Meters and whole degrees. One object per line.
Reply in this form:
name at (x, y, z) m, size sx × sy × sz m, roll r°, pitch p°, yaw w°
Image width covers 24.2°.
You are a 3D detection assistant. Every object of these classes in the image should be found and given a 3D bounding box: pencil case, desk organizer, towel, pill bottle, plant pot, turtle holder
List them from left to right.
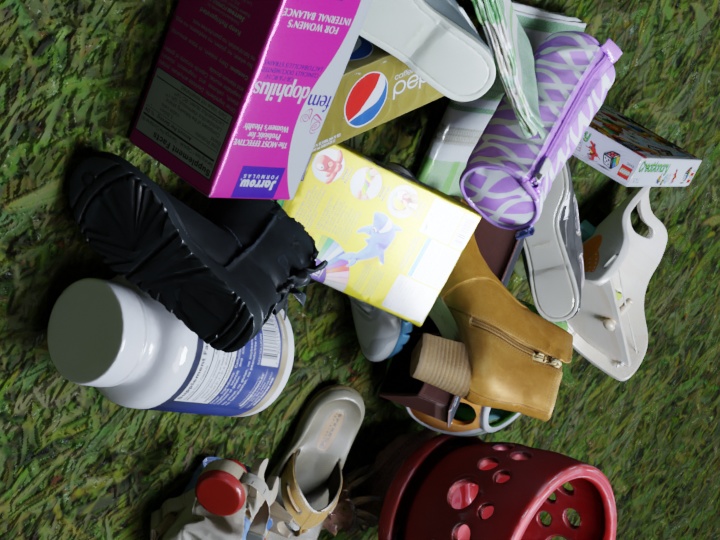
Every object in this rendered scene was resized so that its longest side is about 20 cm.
pill bottle at (-0.153, 0.058, 1.354) m, size 0.200 × 0.111 × 0.111 m, roll 13°, pitch 108°, yaw -54°
desk organizer at (0.087, 0.038, 1.606) m, size 0.072 × 0.077 × 0.201 m, roll 83°, pitch 29°, yaw -73°
turtle holder at (0.117, 0.096, 1.709) m, size 0.185 × 0.132 × 0.141 m, roll -3°, pitch 120°, yaw -50°
plant pot at (0.130, 0.262, 1.681) m, size 0.200 × 0.182 × 0.201 m, roll -24°, pitch 123°, yaw -43°
towel at (0.127, -0.161, 1.604) m, size 0.149 × 0.031 × 0.201 m, roll 2°, pitch 118°, yaw -50°
towel at (0.117, -0.227, 1.423) m, size 0.023 × 0.153 × 0.200 m, roll -15°, pitch 130°, yaw 14°
pencil case at (0.161, -0.128, 1.507) m, size 0.084 × 0.085 × 0.200 m, roll 41°, pitch 56°, yaw -17°

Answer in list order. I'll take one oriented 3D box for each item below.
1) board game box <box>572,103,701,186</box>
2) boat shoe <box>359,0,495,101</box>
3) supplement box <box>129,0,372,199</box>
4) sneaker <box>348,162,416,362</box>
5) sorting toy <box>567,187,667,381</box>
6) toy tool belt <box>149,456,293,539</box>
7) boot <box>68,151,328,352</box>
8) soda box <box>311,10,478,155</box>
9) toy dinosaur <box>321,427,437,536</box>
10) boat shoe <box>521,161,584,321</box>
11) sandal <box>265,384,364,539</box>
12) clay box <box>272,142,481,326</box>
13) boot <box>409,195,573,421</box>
board game box at (0.250, -0.126, 1.658) m, size 0.200 × 0.126 × 0.035 m, roll -6°, pitch 126°, yaw -63°
boat shoe at (0.029, -0.217, 1.349) m, size 0.200 × 0.062 × 0.073 m, roll 41°, pitch 111°, yaw -19°
supplement box at (-0.080, -0.163, 1.267) m, size 0.101 × 0.103 × 0.201 m, roll -2°, pitch 122°, yaw -52°
sneaker at (0.000, 0.000, 1.547) m, size 0.086 × 0.075 × 0.201 m, roll -20°, pitch 125°, yaw -32°
sorting toy at (0.287, -0.012, 1.872) m, size 0.180 × 0.107 × 0.200 m, roll -51°, pitch 147°, yaw -20°
toy tool belt at (-0.126, 0.229, 1.554) m, size 0.123 × 0.124 × 0.201 m, roll -63°, pitch 169°, yaw -56°
boot at (-0.122, -0.032, 1.320) m, size 0.073 × 0.198 × 0.163 m, roll -45°, pitch -177°, yaw 27°
soda box at (0.008, -0.167, 1.407) m, size 0.200 × 0.064 × 0.068 m, roll -28°, pitch 138°, yaw -36°
toy dinosaur at (0.031, 0.216, 1.754) m, size 0.200 × 0.086 × 0.136 m, roll -55°, pitch 140°, yaw -12°
boat shoe at (0.189, -0.048, 1.704) m, size 0.057 × 0.067 × 0.201 m, roll -33°, pitch 115°, yaw -72°
sandal at (-0.046, 0.209, 1.650) m, size 0.080 × 0.054 × 0.201 m, roll 16°, pitch 104°, yaw -32°
clay box at (-0.007, -0.042, 1.456) m, size 0.199 × 0.048 × 0.115 m, roll 25°, pitch 99°, yaw -25°
boot at (0.127, 0.036, 1.541) m, size 0.071 × 0.143 × 0.202 m, roll 123°, pitch -19°, yaw -58°
